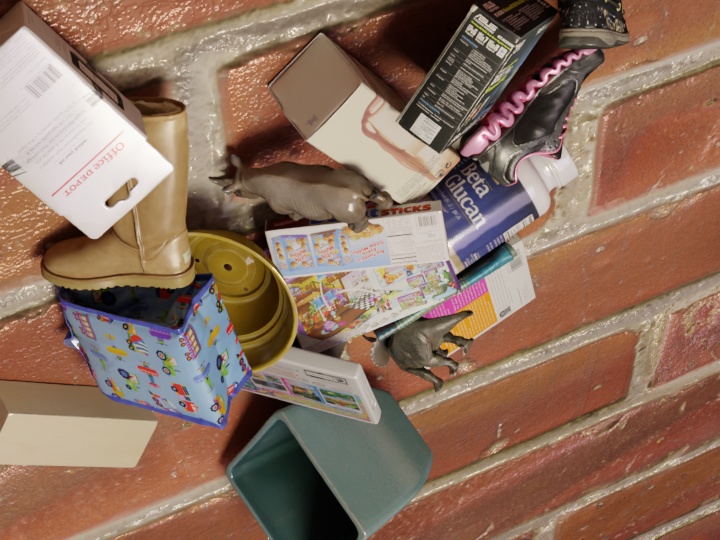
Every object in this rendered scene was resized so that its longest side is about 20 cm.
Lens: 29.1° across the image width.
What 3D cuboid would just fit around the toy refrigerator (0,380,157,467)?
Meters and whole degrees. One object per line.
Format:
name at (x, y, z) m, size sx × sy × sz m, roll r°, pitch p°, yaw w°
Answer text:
toy refrigerator at (-0.350, 0.181, 1.641) m, size 0.200 × 0.070 × 0.076 m, roll 8°, pitch 120°, yaw -41°

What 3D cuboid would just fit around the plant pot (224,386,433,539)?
plant pot at (-0.021, 0.266, 1.845) m, size 0.200 × 0.196 × 0.196 m, roll -25°, pitch 164°, yaw -39°

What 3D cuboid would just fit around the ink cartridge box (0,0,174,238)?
ink cartridge box at (-0.283, -0.136, 1.295) m, size 0.116 × 0.068 × 0.200 m, roll -40°, pitch 123°, yaw 10°

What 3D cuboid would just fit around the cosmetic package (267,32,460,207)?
cosmetic package at (0.007, -0.158, 1.498) m, size 0.087 × 0.103 × 0.200 m, roll -45°, pitch 143°, yaw 13°

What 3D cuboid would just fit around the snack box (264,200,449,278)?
snack box at (-0.003, -0.034, 1.558) m, size 0.199 × 0.024 × 0.072 m, roll -6°, pitch 130°, yaw 8°

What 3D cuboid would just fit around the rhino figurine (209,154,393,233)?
rhino figurine at (-0.072, -0.087, 1.487) m, size 0.087 × 0.199 × 0.060 m, roll 33°, pitch 69°, yaw -69°

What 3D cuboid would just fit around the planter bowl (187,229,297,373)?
planter bowl at (-0.158, 0.017, 1.555) m, size 0.200 × 0.084 × 0.201 m, roll 7°, pitch 128°, yaw 9°

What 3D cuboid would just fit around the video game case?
video game case at (-0.082, 0.127, 1.671) m, size 0.182 × 0.199 × 0.024 m, roll 69°, pitch 36°, yaw -66°

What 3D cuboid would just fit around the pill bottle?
pill bottle at (0.158, -0.092, 1.670) m, size 0.200 × 0.111 × 0.111 m, roll -35°, pitch 142°, yaw 1°

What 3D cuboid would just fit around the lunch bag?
lunch bag at (-0.242, 0.085, 1.527) m, size 0.199 × 0.094 × 0.151 m, roll 2°, pitch 132°, yaw 24°

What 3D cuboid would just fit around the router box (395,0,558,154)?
router box at (0.126, -0.218, 1.465) m, size 0.150 × 0.062 × 0.200 m, roll -56°, pitch 175°, yaw 26°

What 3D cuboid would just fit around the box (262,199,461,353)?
box at (0.000, 0.000, 1.613) m, size 0.200 × 0.039 × 0.137 m, roll -23°, pitch 99°, yaw 10°

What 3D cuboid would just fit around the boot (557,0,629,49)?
boot at (0.254, -0.321, 1.507) m, size 0.204 × 0.073 × 0.154 m, roll -39°, pitch 129°, yaw -70°

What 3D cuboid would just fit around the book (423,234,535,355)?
book at (0.136, 0.041, 1.852) m, size 0.200 × 0.048 × 0.134 m, roll -30°, pitch 143°, yaw -7°

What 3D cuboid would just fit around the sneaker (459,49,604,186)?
sneaker at (0.211, -0.176, 1.592) m, size 0.200 × 0.095 × 0.079 m, roll -41°, pitch -174°, yaw 3°

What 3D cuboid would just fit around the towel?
towel at (0.094, 0.014, 1.734) m, size 0.200 × 0.147 × 0.022 m, roll -31°, pitch 104°, yaw -1°

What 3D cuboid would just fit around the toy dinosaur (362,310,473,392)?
toy dinosaur at (0.074, 0.093, 1.719) m, size 0.102 × 0.077 × 0.200 m, roll 23°, pitch 159°, yaw -15°

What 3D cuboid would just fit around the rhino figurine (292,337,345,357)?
rhino figurine at (-0.062, 0.093, 1.745) m, size 0.087 × 0.060 × 0.200 m, roll -22°, pitch 143°, yaw -9°

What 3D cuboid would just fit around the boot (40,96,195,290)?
boot at (-0.254, -0.080, 1.424) m, size 0.175 × 0.066 × 0.200 m, roll -1°, pitch 123°, yaw 2°
